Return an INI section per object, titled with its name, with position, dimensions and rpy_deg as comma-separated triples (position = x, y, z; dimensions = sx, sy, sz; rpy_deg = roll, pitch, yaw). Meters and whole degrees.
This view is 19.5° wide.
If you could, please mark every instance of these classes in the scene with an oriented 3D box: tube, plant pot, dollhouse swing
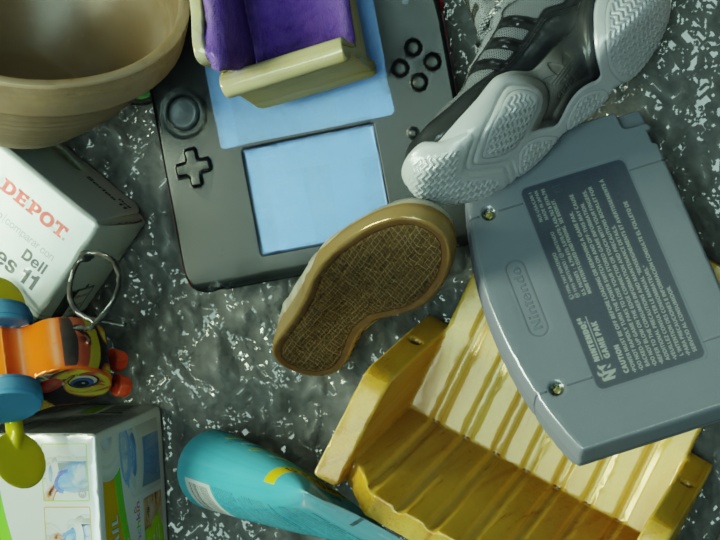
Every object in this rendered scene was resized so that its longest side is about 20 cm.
[tube]
position = -0.049, 0.135, 1.270
dimensions = 0.077, 0.200, 0.051
rpy_deg = 25, 82, -28
[plant pot]
position = -0.210, -0.142, 1.298
dimensions = 0.200, 0.201, 0.093
rpy_deg = 28, 132, 12
[dollhouse swing]
position = 0.116, 0.069, 1.232
dimensions = 0.199, 0.182, 0.177
rpy_deg = 28, 113, 12

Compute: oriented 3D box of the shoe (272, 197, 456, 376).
[shoe]
position = 0.000, 0.000, 1.257
dimensions = 0.069, 0.054, 0.200
rpy_deg = 26, 146, -15

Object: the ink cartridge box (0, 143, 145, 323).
[ink cartridge box]
position = -0.258, 0.002, 1.366
dimensions = 0.146, 0.083, 0.201
rpy_deg = 38, 103, 10

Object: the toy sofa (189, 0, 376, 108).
[toy sofa]
position = -0.057, -0.207, 1.261
dimensions = 0.082, 0.098, 0.202
rpy_deg = -14, 76, 16

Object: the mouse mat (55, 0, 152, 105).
[mouse mat]
position = -0.215, -0.199, 1.376
dimensions = 0.198, 0.008, 0.163
rpy_deg = 9, 98, 16

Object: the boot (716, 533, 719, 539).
[boot]
position = 0.241, 0.214, 1.256
dimensions = 0.090, 0.073, 0.201
rpy_deg = 25, 109, 5

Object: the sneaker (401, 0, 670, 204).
[sneaker]
position = 0.080, -0.126, 1.237
dimensions = 0.200, 0.076, 0.114
rpy_deg = -38, 61, -17

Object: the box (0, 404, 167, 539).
[box]
position = -0.188, 0.195, 1.349
dimensions = 0.100, 0.112, 0.202
rpy_deg = -2, 96, 17

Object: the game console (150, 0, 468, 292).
[game console]
position = -0.032, -0.088, 1.315
dimensions = 0.198, 0.031, 0.179
rpy_deg = -10, 87, 18

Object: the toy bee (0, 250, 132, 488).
[toy bee]
position = -0.194, 0.067, 1.265
dimensions = 0.199, 0.108, 0.132
rpy_deg = -2, 73, 34

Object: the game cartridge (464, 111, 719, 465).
[game cartridge]
position = 0.137, 0.010, 1.220
dimensions = 0.132, 0.042, 0.201
rpy_deg = -18, 64, -2
